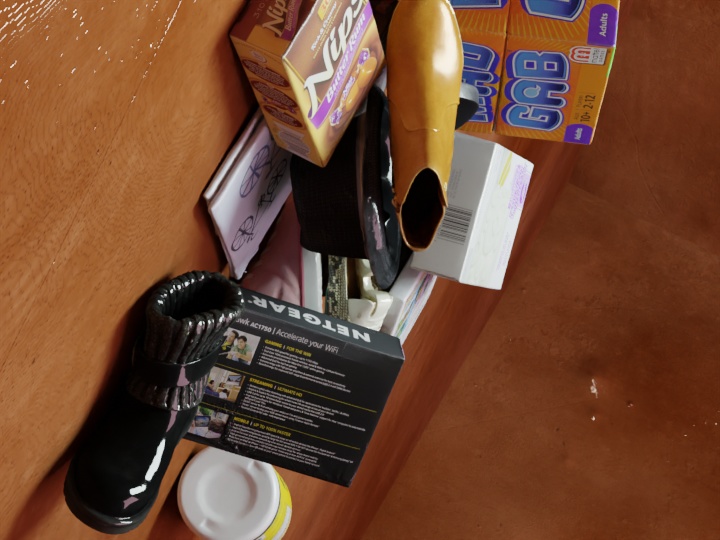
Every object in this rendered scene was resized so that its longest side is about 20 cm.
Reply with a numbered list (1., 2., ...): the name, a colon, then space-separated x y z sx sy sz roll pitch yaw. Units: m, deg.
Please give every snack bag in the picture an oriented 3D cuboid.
1. snack bag: -0.083 -0.102 1.555 0.189 0.021 0.200 -61 169 -15

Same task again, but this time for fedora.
1. fedora: -0.015 -0.077 1.564 0.201 0.091 0.203 -4 90 -83

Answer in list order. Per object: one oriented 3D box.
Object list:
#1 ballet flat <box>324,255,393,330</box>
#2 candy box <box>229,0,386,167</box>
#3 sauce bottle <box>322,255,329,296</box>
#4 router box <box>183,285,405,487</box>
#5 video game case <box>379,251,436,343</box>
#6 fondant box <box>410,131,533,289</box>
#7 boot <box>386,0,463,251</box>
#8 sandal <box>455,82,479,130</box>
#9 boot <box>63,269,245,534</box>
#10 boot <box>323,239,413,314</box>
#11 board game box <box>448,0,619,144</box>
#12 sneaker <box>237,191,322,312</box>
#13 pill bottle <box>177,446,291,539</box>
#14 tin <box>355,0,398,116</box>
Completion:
1. ballet flat: 0.000 0.000 1.710 0.068 0.075 0.202 -9 99 -46
2. candy box: -0.040 -0.184 1.409 0.117 0.056 0.200 -60 161 -15
3. sauce bottle: -0.044 -0.003 1.882 0.065 0.064 0.200 -65 166 8
4. router box: -0.075 0.109 1.607 0.051 0.199 0.150 -106 -143 -65
5. video game case: 0.055 0.024 1.850 0.200 0.024 0.183 -58 170 -43
6. fondant box: 0.120 -0.060 1.775 0.200 0.058 0.146 8 97 -74
7. boot: 0.058 -0.131 1.486 0.144 0.070 0.203 -90 -179 -58
8. sandal: 0.064 -0.135 1.650 0.200 0.075 0.043 128 -36 -67
9. boot: -0.174 0.105 1.427 0.212 0.079 0.158 -68 -176 -54
10. boot: 0.001 0.051 1.803 0.200 0.075 0.097 -52 -159 -3
11. board game box: 0.145 -0.265 1.640 0.200 0.198 0.201 88 10 -68
12. sneaker: -0.089 0.004 1.684 0.075 0.104 0.202 77 11 -65
13. pill bottle: -0.138 0.265 1.923 0.115 0.114 0.200 -61 170 -11
14. tin: -0.003 -0.187 1.711 0.112 0.042 0.201 -57 168 -55
